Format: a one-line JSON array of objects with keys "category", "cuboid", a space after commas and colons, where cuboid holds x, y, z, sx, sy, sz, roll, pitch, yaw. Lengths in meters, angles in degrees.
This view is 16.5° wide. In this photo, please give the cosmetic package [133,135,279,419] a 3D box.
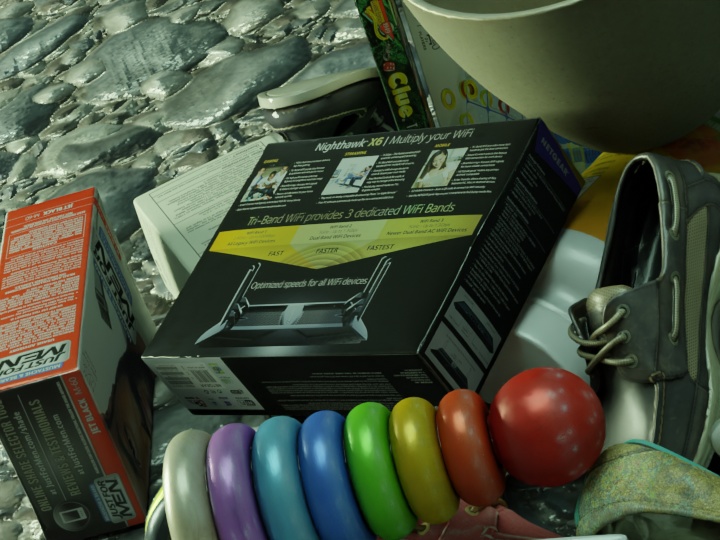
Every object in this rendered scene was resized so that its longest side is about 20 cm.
[{"category": "cosmetic package", "cuboid": [-0.053, 0.001, 1.480, 0.105, 0.071, 0.200, -25, 31, -10]}]

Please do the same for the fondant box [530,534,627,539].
[{"category": "fondant box", "cuboid": [0.021, 0.194, 1.050, 0.199, 0.058, 0.145, -5, 66, 6]}]

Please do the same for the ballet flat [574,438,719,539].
[{"category": "ballet flat", "cuboid": [0.187, 0.136, 1.095, 0.199, 0.071, 0.071, 20, 44, 16]}]

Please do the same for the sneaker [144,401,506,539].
[{"category": "sneaker", "cuboid": [-0.017, 0.122, 1.270, 0.199, 0.074, 0.081, -16, 34, 10]}]

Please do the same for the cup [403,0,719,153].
[{"category": "cup", "cuboid": [0.131, -0.147, 1.305, 0.200, 0.143, 0.201, -19, 38, 15]}]

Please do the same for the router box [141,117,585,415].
[{"category": "router box", "cuboid": [0.000, 0.000, 1.299, 0.200, 0.052, 0.157, -2, 48, 43]}]

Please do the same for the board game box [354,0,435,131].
[{"category": "board game box", "cuboid": [0.030, -0.097, 1.463, 0.023, 0.200, 0.105, -18, 31, 2]}]

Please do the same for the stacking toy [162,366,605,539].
[{"category": "stacking toy", "cuboid": [0.015, 0.093, 1.130, 0.199, 0.086, 0.085, -14, 31, 10]}]

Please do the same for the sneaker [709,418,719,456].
[{"category": "sneaker", "cuboid": [0.220, 0.010, 1.107, 0.088, 0.074, 0.200, 18, 64, 34]}]

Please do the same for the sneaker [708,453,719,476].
[{"category": "sneaker", "cuboid": [0.197, 0.061, 1.222, 0.070, 0.090, 0.200, 14, 44, 44]}]

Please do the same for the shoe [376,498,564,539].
[{"category": "shoe", "cuboid": [0.043, 0.118, 1.185, 0.199, 0.071, 0.091, -1, 74, 15]}]

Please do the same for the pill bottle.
[{"category": "pill bottle", "cuboid": [0.140, 0.005, 1.323, 0.111, 0.111, 0.200, 9, 41, 40]}]

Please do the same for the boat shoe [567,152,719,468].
[{"category": "boat shoe", "cuboid": [0.133, 0.033, 1.204, 0.074, 0.073, 0.201, -26, 43, 50]}]

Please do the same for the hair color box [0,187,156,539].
[{"category": "hair color box", "cuboid": [-0.164, 0.052, 1.426, 0.064, 0.111, 0.200, -15, 31, 8]}]

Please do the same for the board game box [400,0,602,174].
[{"category": "board game box", "cuboid": [0.137, -0.129, 1.453, 0.195, 0.200, 0.056, -7, 31, 21]}]

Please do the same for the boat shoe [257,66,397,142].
[{"category": "boat shoe", "cuboid": [-0.010, -0.089, 1.534, 0.072, 0.063, 0.200, -11, 2, 14]}]
